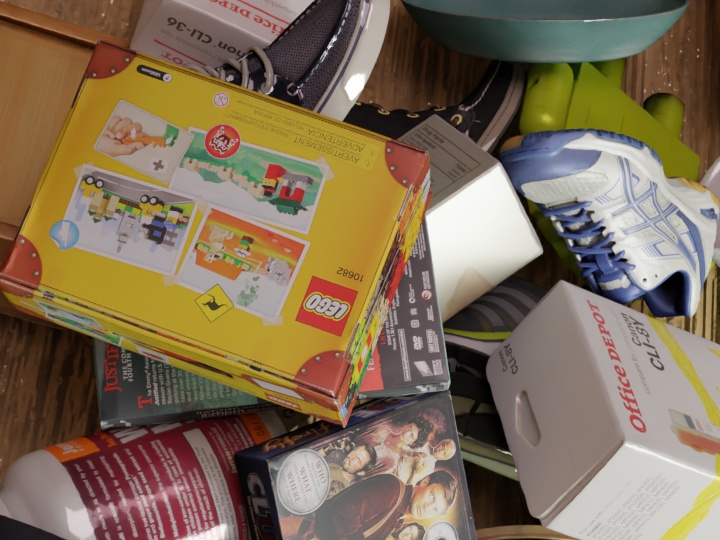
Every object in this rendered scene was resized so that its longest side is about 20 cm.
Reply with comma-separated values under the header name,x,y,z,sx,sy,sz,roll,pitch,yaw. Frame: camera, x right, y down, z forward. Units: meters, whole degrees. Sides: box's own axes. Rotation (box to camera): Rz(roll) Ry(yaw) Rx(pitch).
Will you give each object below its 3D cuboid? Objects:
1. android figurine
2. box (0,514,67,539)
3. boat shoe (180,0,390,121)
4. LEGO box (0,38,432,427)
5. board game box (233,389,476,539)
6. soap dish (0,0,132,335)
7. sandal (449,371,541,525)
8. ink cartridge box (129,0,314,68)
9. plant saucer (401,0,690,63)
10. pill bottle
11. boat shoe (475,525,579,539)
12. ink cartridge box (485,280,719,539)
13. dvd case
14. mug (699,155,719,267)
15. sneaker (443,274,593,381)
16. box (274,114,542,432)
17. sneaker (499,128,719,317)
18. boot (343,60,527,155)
name,x,y,z,sx,sy,sz,roll,pitch,yaw
android figurine,0.175,-0.063,1.450,0.182,0.041,0.200,39,44,-21
box,-0.186,0.244,1.069,0.104,0.148,0.200,25,95,-5
boat shoe,-0.070,-0.102,1.262,0.093,0.200,0.075,26,15,-30
LEGO box,-0.077,-0.020,1.176,0.200,0.077,0.149,20,77,8
board game box,0.009,0.180,1.221,0.135,0.035,0.200,-20,104,-36
soap dish,-0.212,-0.072,1.325,0.157,0.081,0.200,17,59,-10
sandal,0.115,0.126,1.346,0.201,0.057,0.080,26,32,-13
ink cartridge box,-0.073,-0.172,1.353,0.116,0.068,0.200,23,51,-15
plant saucer,0.126,-0.173,1.468,0.200,0.200,0.036,-7,108,-23
pill bottle,-0.138,0.145,1.215,0.200,0.110,0.110,-15,69,-26
boat shoe,0.150,0.203,1.308,0.200,0.070,0.070,8,56,-15
ink cartridge box,0.191,0.107,1.308,0.200,0.083,0.145,21,33,-30
dvd case,-0.057,0.010,1.224,0.200,0.022,0.146,-7,72,-4
mug,0.340,-0.023,1.433,0.153,0.186,0.149,49,26,-25
sneaker,0.076,0.044,1.380,0.200,0.074,0.081,4,43,-17
box,0.000,0.000,1.300,0.200,0.078,0.095,-34,33,-8
sneaker,0.161,-0.027,1.326,0.200,0.075,0.088,21,70,-42
boot,0.013,-0.098,1.427,0.151,0.073,0.200,34,62,0
